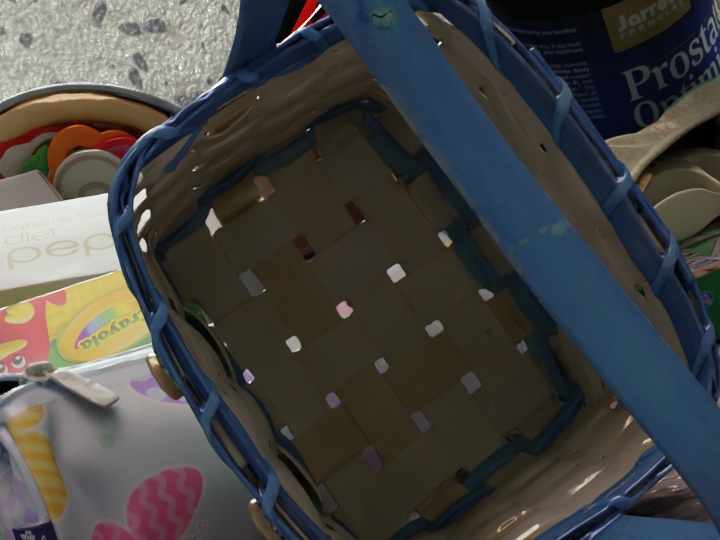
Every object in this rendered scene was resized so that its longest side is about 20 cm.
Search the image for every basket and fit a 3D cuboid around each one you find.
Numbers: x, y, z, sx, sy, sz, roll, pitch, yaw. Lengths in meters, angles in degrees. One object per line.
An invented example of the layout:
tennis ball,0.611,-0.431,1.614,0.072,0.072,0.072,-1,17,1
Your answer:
basket,0.020,0.010,0.488,0.139,0.177,0.200,-35,-3,-19

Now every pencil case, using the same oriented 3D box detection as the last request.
pencil case,-0.038,0.051,0.629,0.199,0.091,0.083,-20,8,-28

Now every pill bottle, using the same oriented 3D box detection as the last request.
pill bottle,0.125,-0.132,0.940,0.111,0.200,0.112,-17,34,12

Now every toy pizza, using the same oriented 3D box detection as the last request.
toy pizza,-0.139,-0.002,0.970,0.199,0.201,0.032,-17,24,13

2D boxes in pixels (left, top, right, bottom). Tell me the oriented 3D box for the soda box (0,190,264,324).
soda box,-0.140,0.017,0.752,0.199,0.064,0.068,-11,32,-10

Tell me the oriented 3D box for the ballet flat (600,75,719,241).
ballet flat,0.156,-0.042,0.861,0.062,0.068,0.200,21,35,38

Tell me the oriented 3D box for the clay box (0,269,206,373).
clay box,-0.147,0.071,0.710,0.199,0.048,0.115,-19,-36,0

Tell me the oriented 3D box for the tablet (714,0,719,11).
tablet,0.198,-0.118,0.860,0.130,0.201,0.014,16,-44,-44

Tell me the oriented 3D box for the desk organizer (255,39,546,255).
desk organizer,0.021,-0.044,0.745,0.072,0.077,0.200,-56,-7,16

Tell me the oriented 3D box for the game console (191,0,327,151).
game console,0.000,-0.130,0.818,0.177,0.031,0.200,-43,13,23

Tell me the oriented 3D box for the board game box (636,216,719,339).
board game box,0.139,0.004,0.839,0.134,0.029,0.200,-20,5,-26

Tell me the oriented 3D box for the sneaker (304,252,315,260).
sneaker,0.000,0.000,0.880,0.082,0.070,0.200,-33,-15,21

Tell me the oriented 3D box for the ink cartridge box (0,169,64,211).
ink cartridge box,-0.229,0.052,0.899,0.200,0.088,0.145,-41,-5,26
